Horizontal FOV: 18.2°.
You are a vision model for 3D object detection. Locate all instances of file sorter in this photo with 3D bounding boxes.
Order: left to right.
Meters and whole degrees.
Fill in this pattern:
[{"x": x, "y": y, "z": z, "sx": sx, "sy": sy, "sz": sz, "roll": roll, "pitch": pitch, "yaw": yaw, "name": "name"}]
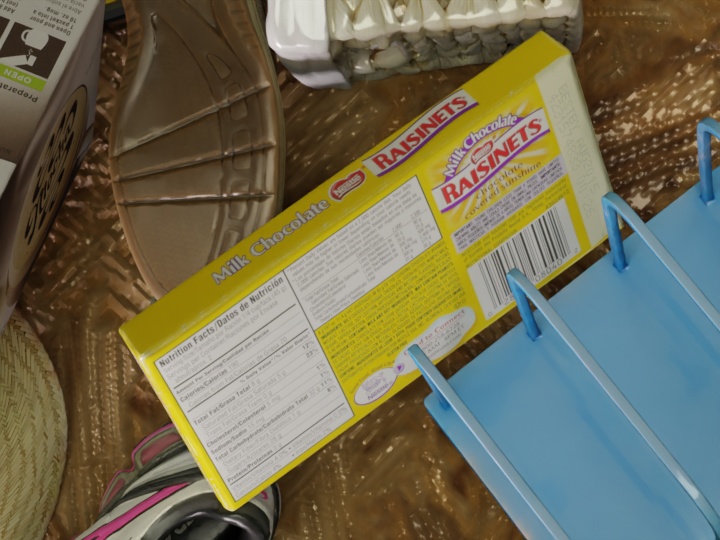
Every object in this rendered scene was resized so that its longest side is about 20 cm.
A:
[{"x": 0.136, "y": 0.031, "z": 0.864, "sx": 0.199, "sy": 0.123, "sz": 0.139, "roll": -38, "pitch": 72, "yaw": -2, "name": "file sorter"}]

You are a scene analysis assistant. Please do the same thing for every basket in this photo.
[{"x": 0.025, "y": -0.181, "z": 0.904, "sx": 0.122, "sy": 0.136, "sz": 0.202, "roll": -4, "pitch": 88, "yaw": 6, "name": "basket"}]

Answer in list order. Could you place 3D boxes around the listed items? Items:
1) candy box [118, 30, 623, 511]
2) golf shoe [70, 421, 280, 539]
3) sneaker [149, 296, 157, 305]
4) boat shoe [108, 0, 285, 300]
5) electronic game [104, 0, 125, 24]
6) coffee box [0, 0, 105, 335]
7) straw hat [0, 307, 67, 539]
[{"x": 0.009, "y": 0.002, "z": 0.869, "sx": 0.199, "sy": 0.103, "sz": 0.026, "roll": -35, "pitch": 45, "yaw": -10, "name": "candy box"}, {"x": -0.111, "y": 0.149, "z": 0.926, "sx": 0.072, "sy": 0.092, "sz": 0.200, "roll": 38, "pitch": 96, "yaw": -18, "name": "golf shoe"}, {"x": 0.000, "y": 0.000, "z": 0.925, "sx": 0.199, "sy": 0.085, "sz": 0.078, "roll": -27, "pitch": 85, "yaw": 5, "name": "sneaker"}, {"x": -0.061, "y": -0.078, "z": 0.902, "sx": 0.072, "sy": 0.072, "sz": 0.202, "roll": -13, "pitch": 78, "yaw": 15, "name": "boat shoe"}, {"x": -0.131, "y": -0.204, "z": 0.967, "sx": 0.198, "sy": 0.042, "sz": 0.202, "roll": 0, "pitch": 92, "yaw": 10, "name": "electronic game"}, {"x": -0.169, "y": -0.014, "z": 0.845, "sx": 0.079, "sy": 0.113, "sz": 0.201, "roll": 20, "pitch": 58, "yaw": 2, "name": "coffee box"}, {"x": -0.203, "y": 0.091, "z": 0.900, "sx": 0.199, "sy": 0.085, "sz": 0.203, "roll": -7, "pitch": 108, "yaw": -21, "name": "straw hat"}]
